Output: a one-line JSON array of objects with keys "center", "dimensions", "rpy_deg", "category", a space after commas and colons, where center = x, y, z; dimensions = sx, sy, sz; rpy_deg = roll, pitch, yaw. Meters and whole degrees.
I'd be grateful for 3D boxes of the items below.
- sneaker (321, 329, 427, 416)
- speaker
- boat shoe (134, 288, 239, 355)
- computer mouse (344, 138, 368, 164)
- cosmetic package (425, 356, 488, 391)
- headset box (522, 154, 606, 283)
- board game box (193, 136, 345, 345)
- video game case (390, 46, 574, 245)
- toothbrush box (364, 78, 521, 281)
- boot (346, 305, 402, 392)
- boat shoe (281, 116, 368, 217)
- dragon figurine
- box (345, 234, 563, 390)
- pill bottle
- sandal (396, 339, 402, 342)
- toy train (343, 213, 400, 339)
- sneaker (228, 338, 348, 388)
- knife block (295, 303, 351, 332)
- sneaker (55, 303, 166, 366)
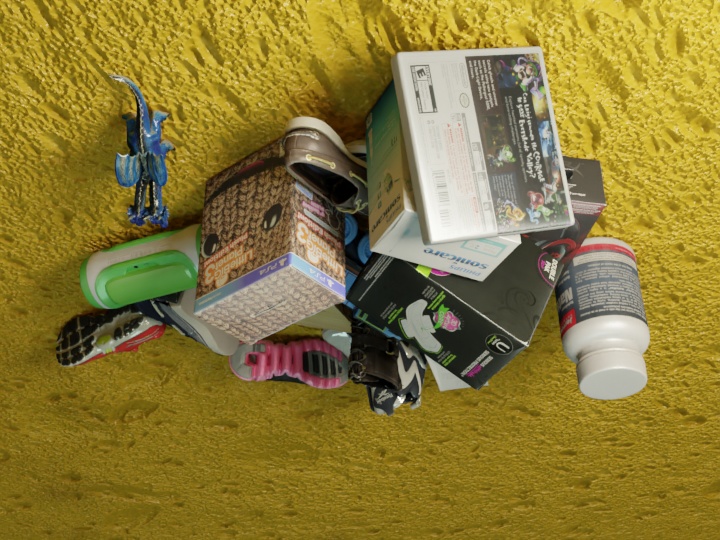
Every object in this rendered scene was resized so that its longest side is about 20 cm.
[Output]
[{"center": [0.024, 0.156, 1.634], "dimensions": [0.079, 0.130, 0.199], "rpy_deg": [-29, 137, 34], "category": "sneaker"}, {"center": [-0.277, -0.005, 1.430], "dimensions": [0.199, 0.089, 0.089], "rpy_deg": [-13, 144, 18], "category": "speaker"}, {"center": [-0.255, 0.062, 1.557], "dimensions": [0.092, 0.075, 0.200], "rpy_deg": [5, 152, 25], "category": "boat shoe"}, {"center": [0.035, -0.113, 1.314], "dimensions": [0.109, 0.044, 0.200], "rpy_deg": [-4, 151, 25], "category": "computer mouse"}, {"center": [0.144, 0.119, 1.652], "dimensions": [0.082, 0.051, 0.200], "rpy_deg": [-6, 146, 12], "category": "cosmetic package"}, {"center": [0.213, -0.073, 1.347], "dimensions": [0.148, 0.075, 0.200], "rpy_deg": [6, 146, -9], "category": "headset box"}, {"center": [-0.108, -0.038, 1.281], "dimensions": [0.159, 0.201, 0.097], "rpy_deg": [-26, 139, 31], "category": "board game box"}, {"center": [0.130, -0.134, 1.113], "dimensions": [0.181, 0.201, 0.023], "rpy_deg": [-8, 175, -25], "category": "video game case"}, {"center": [0.088, -0.104, 1.187], "dimensions": [0.146, 0.201, 0.085], "rpy_deg": [16, 142, -21], "category": "toothbrush box"}, {"center": [0.002, 0.069, 1.452], "dimensions": [0.069, 0.175, 0.200], "rpy_deg": [-15, 149, 37], "category": "boot"}, {"center": [-0.021, -0.102, 1.234], "dimensions": [0.072, 0.060, 0.200], "rpy_deg": [-10, 148, 34], "category": "boat shoe"}, {"center": [-0.252, -0.132, 1.229], "dimensions": [0.059, 0.100, 0.200], "rpy_deg": [0, 146, -2], "category": "dragon figurine"}, {"center": [0.113, 0.013, 1.260], "dimensions": [0.200, 0.149, 0.124], "rpy_deg": [36, 141, -3], "category": "box"}, {"center": [0.331, 0.067, 1.445], "dimensions": [0.119, 0.201, 0.120], "rpy_deg": [-1, 146, 0], "category": "pill bottle"}, {"center": [0.077, 0.067, 1.559], "dimensions": [0.199, 0.076, 0.043], "rpy_deg": [-9, 168, 13], "category": "sandal"}, {"center": [0.000, 0.000, 1.370], "dimensions": [0.200, 0.115, 0.087], "rpy_deg": [31, -177, -6], "category": "toy train"}, {"center": [-0.115, 0.149, 1.690], "dimensions": [0.199, 0.079, 0.095], "rpy_deg": [9, 167, -13], "category": "sneaker"}, {"center": [-0.122, 0.034, 1.510], "dimensions": [0.175, 0.064, 0.200], "rpy_deg": [-15, 144, 21], "category": "knife block"}, {"center": [-0.380, 0.107, 1.607], "dimensions": [0.199, 0.077, 0.085], "rpy_deg": [-18, 153, 28], "category": "sneaker"}]
